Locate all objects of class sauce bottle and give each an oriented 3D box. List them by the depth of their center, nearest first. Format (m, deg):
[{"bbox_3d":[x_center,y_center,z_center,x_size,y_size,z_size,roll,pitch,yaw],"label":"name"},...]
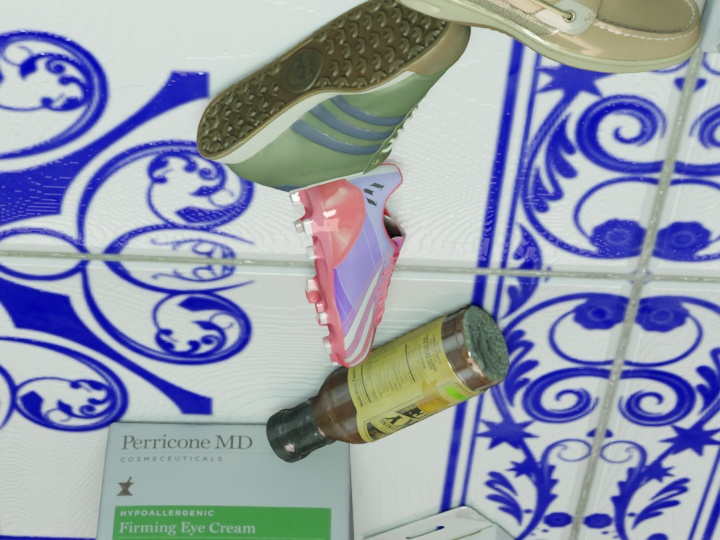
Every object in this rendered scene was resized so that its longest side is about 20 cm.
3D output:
[{"bbox_3d":[0.017,0.091,1.493,0.200,0.065,0.065,-27,134,31],"label":"sauce bottle"}]

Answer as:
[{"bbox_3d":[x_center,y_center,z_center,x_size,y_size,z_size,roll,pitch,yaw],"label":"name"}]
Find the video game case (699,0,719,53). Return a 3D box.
[{"bbox_3d":[0.308,-0.197,1.168,0.182,0.023,0.200,4,141,-4],"label":"video game case"}]

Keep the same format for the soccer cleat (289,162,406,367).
[{"bbox_3d":[0.000,0.000,1.385,0.076,0.067,0.200,-17,143,-5],"label":"soccer cleat"}]

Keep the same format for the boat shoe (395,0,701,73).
[{"bbox_3d":[0.112,-0.169,1.165,0.200,0.071,0.065,12,140,-11],"label":"boat shoe"}]

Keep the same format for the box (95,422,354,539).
[{"bbox_3d":[-0.103,0.243,1.595,0.199,0.172,0.200,0,140,0],"label":"box"}]

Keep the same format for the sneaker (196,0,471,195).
[{"bbox_3d":[-0.001,-0.106,1.256,0.200,0.067,0.090,-25,142,28],"label":"sneaker"}]

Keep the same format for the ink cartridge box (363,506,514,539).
[{"bbox_3d":[0.099,0.286,1.728,0.116,0.068,0.200,-23,135,26],"label":"ink cartridge box"}]
